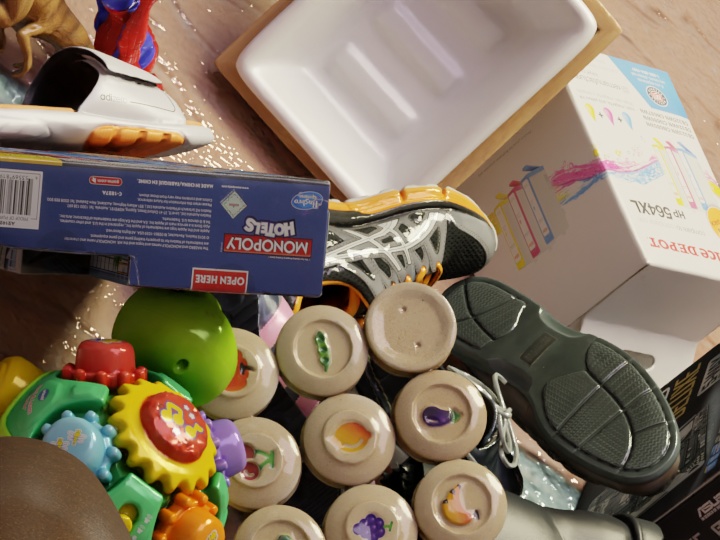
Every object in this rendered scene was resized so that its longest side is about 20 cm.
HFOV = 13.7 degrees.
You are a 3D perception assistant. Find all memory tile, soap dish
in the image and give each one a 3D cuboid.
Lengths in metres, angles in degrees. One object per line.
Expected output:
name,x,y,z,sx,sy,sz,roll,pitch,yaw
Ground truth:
memory tile,-0.001,0.112,1.560,0.152,0.017,0.201,-12,74,-11
soap dish,0.036,-0.136,1.826,0.157,0.200,0.081,47,4,-1

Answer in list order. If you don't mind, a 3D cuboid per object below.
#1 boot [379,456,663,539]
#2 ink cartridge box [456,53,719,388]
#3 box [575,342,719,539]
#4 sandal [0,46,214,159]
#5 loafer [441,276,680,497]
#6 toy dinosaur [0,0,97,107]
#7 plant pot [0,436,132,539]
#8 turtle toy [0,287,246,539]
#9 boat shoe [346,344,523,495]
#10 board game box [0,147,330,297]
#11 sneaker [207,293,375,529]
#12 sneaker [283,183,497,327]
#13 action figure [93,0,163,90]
boot,0.076,0.210,1.611,0.167,0.076,0.201,14,70,-22
ink cartridge box,0.153,-0.022,1.899,0.128,0.125,0.201,10,48,-45
box,0.194,0.121,1.772,0.050,0.158,0.200,43,33,-9
sandal,-0.161,-0.095,1.626,0.206,0.079,0.060,3,81,-47
loafer,0.121,0.074,1.755,0.200,0.072,0.063,41,-19,39
toy dinosaur,-0.193,-0.169,1.634,0.200,0.106,0.061,75,-3,-52
plant pot,-0.163,0.163,1.305,0.187,0.187,0.200,38,21,-16
turtle toy,-0.115,0.086,1.486,0.146,0.101,0.200,38,34,-18
boat shoe,0.052,0.087,1.681,0.200,0.062,0.075,43,21,-51
board game box,-0.144,-0.029,1.537,0.199,0.200,0.062,4,93,-22
sneaker,-0.052,0.056,1.639,0.082,0.070,0.201,17,47,-63
sneaker,0.000,0.000,1.740,0.199,0.078,0.078,-4,61,-36
action figure,-0.136,-0.167,1.680,0.051,0.201,0.066,-17,40,-13
